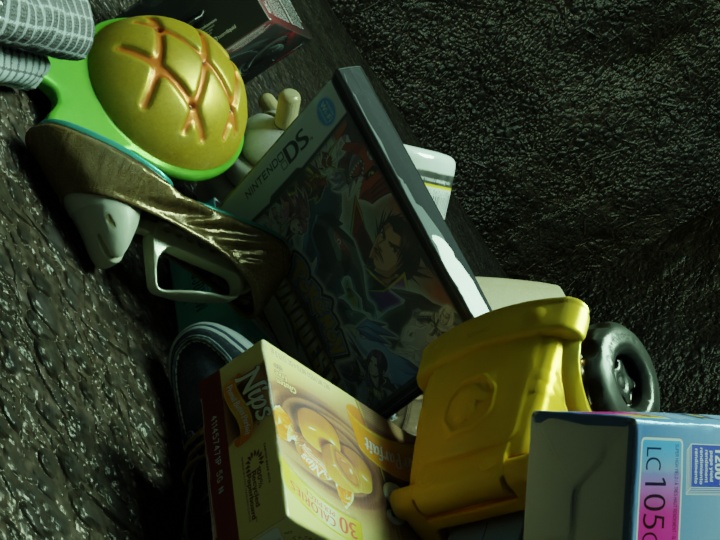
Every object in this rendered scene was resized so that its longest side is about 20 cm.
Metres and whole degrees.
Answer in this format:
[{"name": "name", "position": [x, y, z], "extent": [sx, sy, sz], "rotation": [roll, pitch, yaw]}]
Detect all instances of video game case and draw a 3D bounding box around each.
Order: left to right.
[{"name": "video game case", "position": [-0.011, -0.003, 0.850], "extent": [0.025, 0.181, 0.202], "rotation": [-15, 71, -43]}]

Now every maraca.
[{"name": "maraca", "position": [-0.160, -0.126, 0.917], "extent": [0.199, 0.107, 0.138], "rotation": [-9, 67, -53]}]

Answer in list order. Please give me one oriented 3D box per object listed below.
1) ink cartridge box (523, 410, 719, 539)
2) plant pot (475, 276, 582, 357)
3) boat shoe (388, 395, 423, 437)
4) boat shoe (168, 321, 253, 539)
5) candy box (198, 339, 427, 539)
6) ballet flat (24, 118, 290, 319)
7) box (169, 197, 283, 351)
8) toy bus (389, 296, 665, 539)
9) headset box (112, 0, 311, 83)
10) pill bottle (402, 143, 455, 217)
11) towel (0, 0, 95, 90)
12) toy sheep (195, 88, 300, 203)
[{"name": "ink cartridge box", "position": [0.178, 0.144, 0.649], "extent": [0.198, 0.076, 0.139], "rotation": [7, 86, -37]}, {"name": "plant pot", "position": [0.126, 0.121, 1.189], "extent": [0.201, 0.175, 0.201], "rotation": [95, -24, -54]}, {"name": "boat shoe", "position": [0.035, 0.134, 0.962], "extent": [0.073, 0.072, 0.200], "rotation": [62, 3, -14]}, {"name": "boat shoe", "position": [-0.077, 0.112, 0.745], "extent": [0.202, 0.070, 0.091], "rotation": [61, 16, 22]}, {"name": "candy box", "position": [-0.003, 0.137, 0.715], "extent": [0.199, 0.055, 0.116], "rotation": [38, 29, -40]}, {"name": "ballet flat", "position": [-0.134, -0.023, 0.817], "extent": [0.199, 0.067, 0.073], "rotation": [30, 61, -30]}, {"name": "box", "position": [-0.093, 0.042, 0.914], "extent": [0.082, 0.049, 0.201], "rotation": [52, 14, -39]}, {"name": "toy bus", "position": [0.113, 0.148, 0.714], "extent": [0.200, 0.135, 0.193], "rotation": [48, 41, -24]}, {"name": "headset box", "position": [-0.137, -0.199, 1.081], "extent": [0.078, 0.148, 0.200], "rotation": [58, 10, -1]}, {"name": "pill bottle", "position": [0.000, 0.000, 0.962], "extent": [0.111, 0.110, 0.203], "rotation": [-9, 113, -79]}, {"name": "towel", "position": [-0.250, -0.213, 0.754], "extent": [0.202, 0.085, 0.166], "rotation": [60, 10, -2]}, {"name": "toy sheep", "position": [-0.076, -0.069, 1.042], "extent": [0.202, 0.136, 0.139], "rotation": [99, -23, -46]}]
